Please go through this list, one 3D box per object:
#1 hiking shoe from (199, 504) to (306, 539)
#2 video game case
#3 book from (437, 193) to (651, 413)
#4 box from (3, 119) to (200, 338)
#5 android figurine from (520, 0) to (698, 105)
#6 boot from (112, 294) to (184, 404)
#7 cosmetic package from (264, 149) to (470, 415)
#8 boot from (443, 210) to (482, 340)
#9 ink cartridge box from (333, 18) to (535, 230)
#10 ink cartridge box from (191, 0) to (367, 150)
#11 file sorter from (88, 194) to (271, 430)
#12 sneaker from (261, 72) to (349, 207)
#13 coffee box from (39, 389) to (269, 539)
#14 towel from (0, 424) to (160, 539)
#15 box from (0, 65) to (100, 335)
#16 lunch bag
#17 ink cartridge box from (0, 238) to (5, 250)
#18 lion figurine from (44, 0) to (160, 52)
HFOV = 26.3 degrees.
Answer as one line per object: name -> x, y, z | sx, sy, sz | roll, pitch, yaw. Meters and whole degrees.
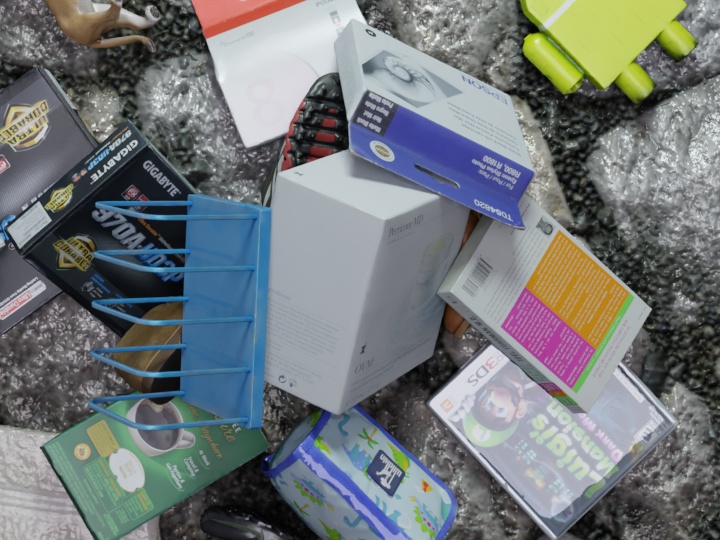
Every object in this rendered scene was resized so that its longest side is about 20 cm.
hiking shoe -> -0.084, 0.314, 1.573 | 0.199, 0.076, 0.101 | 28, 88, -4
video game case -> 0.199, 0.148, 1.602 | 0.182, 0.023, 0.200 | -43, 93, 0
book -> 0.182, 0.031, 1.528 | 0.200, 0.048, 0.134 | 42, 67, -20
box -> -0.228, -0.035, 1.501 | 0.159, 0.200, 0.046 | -40, 55, -1
android figurine -> 0.245, -0.271, 1.577 | 0.200, 0.041, 0.182 | 43, 91, -4
boot -> -0.170, 0.039, 1.550 | 0.075, 0.074, 0.200 | 27, 63, 32
cosmetic package -> 0.000, 0.000, 1.461 | 0.122, 0.199, 0.201 | 22, 114, 23
boot -> 0.068, -0.042, 1.563 | 0.154, 0.077, 0.201 | 15, 94, -1
ink cartridge box -> 0.073, -0.143, 1.477 | 0.199, 0.200, 0.041 | 23, 122, -22
ink cartridge box -> -0.078, -0.243, 1.564 | 0.162, 0.057, 0.201 | -22, 98, -1
file sorter -> -0.170, 0.036, 1.405 | 0.122, 0.139, 0.201 | -1, 98, -35
sneaker -> -0.054, -0.104, 1.540 | 0.070, 0.098, 0.201 | 11, 103, -18
coffee box -> -0.205, 0.177, 1.553 | 0.199, 0.044, 0.123 | -31, 91, -16
towel -> -0.299, 0.232, 1.583 | 0.199, 0.034, 0.133 | 6, 93, -2
box -> -0.343, -0.070, 1.563 | 0.200, 0.050, 0.199 | -35, 92, 0
lunch bag -> -0.003, 0.216, 1.509 | 0.170, 0.200, 0.128 | 43, 89, -2
ink cartridge box -> -0.454, -0.001, 1.486 | 0.128, 0.125, 0.200 | 41, 114, 1
lion figurine -> -0.294, -0.284, 1.541 | 0.122, 0.072, 0.201 | -24, 101, 33
